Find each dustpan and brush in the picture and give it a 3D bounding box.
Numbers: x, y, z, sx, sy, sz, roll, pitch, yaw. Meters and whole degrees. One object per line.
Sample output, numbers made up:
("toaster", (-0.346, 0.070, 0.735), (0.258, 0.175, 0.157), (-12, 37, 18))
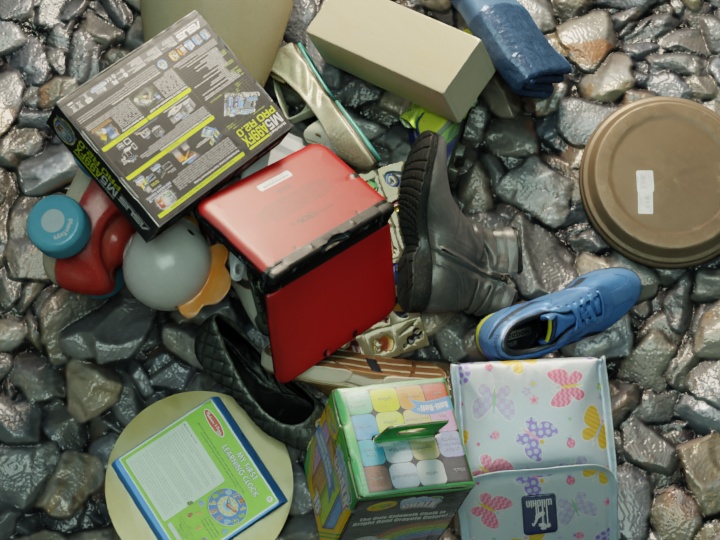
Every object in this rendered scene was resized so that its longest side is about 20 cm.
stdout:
("dustpan and brush", (-0.119, -0.078, 1.625), (0.139, 0.057, 0.202), (23, 68, -28))

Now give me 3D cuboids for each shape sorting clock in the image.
("shape sorting clock", (-0.169, 0.226, 1.645), (0.198, 0.039, 0.202), (0, 72, -1))

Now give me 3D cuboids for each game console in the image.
("game console", (-0.063, -0.012, 1.613), (0.172, 0.119, 0.200), (42, 44, 17))

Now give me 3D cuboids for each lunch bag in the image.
("lunch bag", (0.179, 0.195, 1.608), (0.168, 0.127, 0.202), (-2, 81, 3))

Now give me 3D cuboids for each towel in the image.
("towel", (0.152, -0.284, 1.738), (0.048, 0.111, 0.201), (-39, 76, 27))

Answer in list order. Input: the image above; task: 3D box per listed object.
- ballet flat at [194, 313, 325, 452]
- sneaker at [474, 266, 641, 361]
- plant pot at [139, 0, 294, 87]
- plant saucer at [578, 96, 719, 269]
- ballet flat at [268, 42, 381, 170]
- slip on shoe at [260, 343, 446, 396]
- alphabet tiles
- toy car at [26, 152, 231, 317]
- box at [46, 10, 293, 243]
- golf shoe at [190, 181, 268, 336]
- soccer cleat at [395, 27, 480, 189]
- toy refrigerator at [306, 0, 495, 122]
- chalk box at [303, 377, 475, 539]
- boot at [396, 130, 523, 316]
("ballet flat", (-0.099, 0.125, 1.656), (0.200, 0.057, 0.066), (38, 51, 9))
("sneaker", (0.221, 0.052, 1.653), (0.199, 0.078, 0.066), (-20, 99, -15))
("plant pot", (-0.164, -0.258, 1.714), (0.186, 0.187, 0.202), (6, 90, 2))
("plant saucer", (0.343, -0.102, 1.732), (0.198, 0.029, 0.202), (0, 77, 0))
("ballet flat", (-0.046, -0.169, 1.726), (0.062, 0.067, 0.201), (-35, 57, 3))
("slip on shoe", (-0.010, 0.121, 1.649), (0.198, 0.076, 0.061), (8, 109, -12))
("alphabet tiles", (0.000, 0.000, 1.692), (0.166, 0.008, 0.202), (-17, 90, -8))
("toy car", (-0.213, -0.033, 1.628), (0.199, 0.184, 0.178), (24, 77, 13))
("box", (-0.189, -0.147, 1.569), (0.160, 0.044, 0.200), (49, 58, 0))
("golf shoe", (-0.133, -0.020, 1.701), (0.088, 0.077, 0.202), (-20, 87, 31))
("soccer cleat", (0.089, -0.184, 1.736), (0.083, 0.065, 0.202), (14, 76, 6))
("toy refrigerator", (0.044, -0.240, 1.716), (0.199, 0.070, 0.076), (28, 77, 31))
("chalk box", (0.029, 0.189, 1.546), (0.123, 0.201, 0.125), (-3, 56, -19))
("boot", (0.111, -0.047, 1.683), (0.131, 0.070, 0.202), (3, 96, -18))
